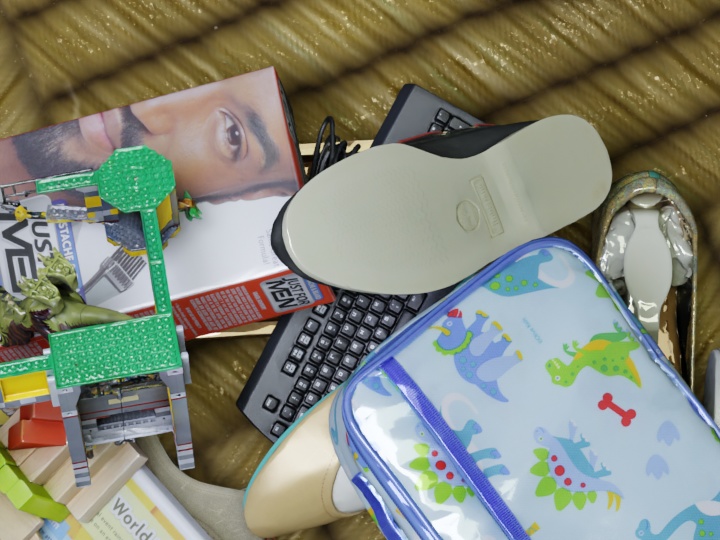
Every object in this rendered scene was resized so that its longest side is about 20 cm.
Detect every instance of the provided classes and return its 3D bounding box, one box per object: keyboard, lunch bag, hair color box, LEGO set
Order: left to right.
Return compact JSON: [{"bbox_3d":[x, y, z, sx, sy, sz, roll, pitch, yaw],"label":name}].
[{"bbox_3d":[-0.159,0.036,1.228,0.199,0.116,0.154,-17,60,-10],"label":"LEGO set"},{"bbox_3d":[-0.123,-0.019,1.309,0.199,0.064,0.111,-15,69,3],"label":"hair color box"},{"bbox_3d":[0.000,0.000,1.342,0.104,0.040,0.201,27,83,-2],"label":"keyboard"},{"bbox_3d":[0.089,0.101,1.250,0.160,0.082,0.200,-33,84,-15],"label":"lunch bag"}]

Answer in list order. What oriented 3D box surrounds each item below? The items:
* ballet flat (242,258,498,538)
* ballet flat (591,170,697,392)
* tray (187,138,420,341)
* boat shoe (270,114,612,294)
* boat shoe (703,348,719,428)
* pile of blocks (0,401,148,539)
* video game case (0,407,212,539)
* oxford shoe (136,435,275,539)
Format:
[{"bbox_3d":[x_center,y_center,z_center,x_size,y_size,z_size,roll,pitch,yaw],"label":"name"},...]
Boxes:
[{"bbox_3d":[0.027,0.070,1.310,0.200,0.069,0.063,-44,52,-14],"label":"ballet flat"},{"bbox_3d":[0.147,0.046,1.369,0.070,0.071,0.201,2,85,-4],"label":"ballet flat"},{"bbox_3d":[-0.042,-0.015,1.378,0.199,0.037,0.099,-3,85,-3],"label":"tray"},{"bbox_3d":[0.033,-0.030,1.286,0.201,0.063,0.074,-18,93,-38],"label":"boat shoe"},{"bbox_3d":[0.212,0.141,1.366,0.065,0.072,0.201,2,76,1],"label":"boat shoe"},{"bbox_3d":[-0.207,0.113,1.292,0.199,0.062,0.082,-23,70,15],"label":"pile of blocks"},{"bbox_3d":[-0.162,0.172,1.306,0.182,0.023,0.200,-47,65,5],"label":"video game case"},{"bbox_3d":[-0.063,0.151,1.344,0.200,0.070,0.075,41,81,0],"label":"oxford shoe"}]
